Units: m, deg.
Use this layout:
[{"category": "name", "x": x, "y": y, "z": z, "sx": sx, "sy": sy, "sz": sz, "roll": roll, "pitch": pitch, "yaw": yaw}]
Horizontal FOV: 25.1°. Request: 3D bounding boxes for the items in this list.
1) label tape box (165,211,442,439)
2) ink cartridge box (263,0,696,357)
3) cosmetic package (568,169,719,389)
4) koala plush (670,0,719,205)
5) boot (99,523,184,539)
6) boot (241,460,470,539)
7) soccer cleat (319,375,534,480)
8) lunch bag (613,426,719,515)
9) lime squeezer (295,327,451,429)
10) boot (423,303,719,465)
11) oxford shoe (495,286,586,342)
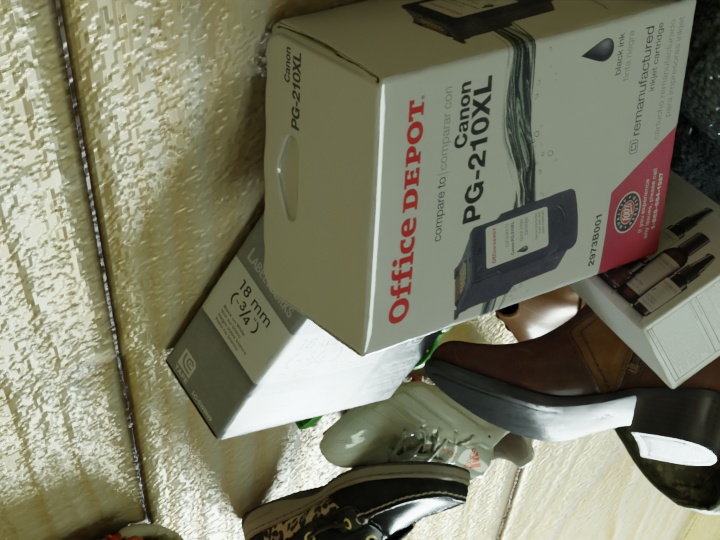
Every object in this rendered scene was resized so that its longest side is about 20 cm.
[{"category": "label tape box", "x": 0.000, "y": 0.000, "z": 0.897, "sx": 0.144, "sy": 0.063, "sz": 0.200, "roll": -10, "pitch": 145, "yaw": -45}, {"category": "ink cartridge box", "x": 0.057, "y": -0.061, "z": 0.786, "sx": 0.199, "sy": 0.084, "sz": 0.145, "roll": -18, "pitch": 126, "yaw": -33}, {"category": "cosmetic package", "x": 0.153, "y": -0.018, "z": 0.911, "sx": 0.082, "sy": 0.200, "sz": 0.051, "roll": -33, "pitch": 121, "yaw": -3}, {"category": "koala plush", "x": 0.222, "y": -0.106, "z": 0.877, "sx": 0.183, "sy": 0.178, "sz": 0.200, "roll": -31, "pitch": 162, "yaw": 19}, {"category": "boot", "x": -0.187, "y": 0.209, "z": 1.029, "sx": 0.107, "sy": 0.075, "sz": 0.200, "roll": -47, "pitch": 161, "yaw": 17}, {"category": "boot", "x": -0.001, "y": 0.220, "z": 1.115, "sx": 0.200, "sy": 0.151, "sz": 0.073, "roll": -22, "pitch": 151, "yaw": 33}, {"category": "soccer cleat", "x": 0.054, "y": 0.118, "z": 1.157, "sx": 0.200, "sy": 0.078, "sz": 0.069, "roll": -4, "pitch": 141, "yaw": -48}, {"category": "lunch bag", "x": 0.271, "y": 0.110, "z": 1.252, "sx": 0.118, "sy": 0.200, "sz": 0.164, "roll": -45, "pitch": 145, "yaw": 20}, {"category": "lime squeezer", "x": 0.030, "y": 0.029, "z": 1.027, "sx": 0.070, "sy": 0.038, "sz": 0.200, "roll": 9, "pitch": 133, "yaw": -32}, {"category": "boot", "x": 0.149, "y": 0.004, "z": 0.985, "sx": 0.069, "sy": 0.188, "sz": 0.201, "roll": 56, "pitch": 46, "yaw": -57}, {"category": "oxford shoe", "x": 0.123, "y": 0.024, "z": 1.117, "sx": 0.071, "sy": 0.072, "sz": 0.200, "roll": 4, "pitch": 159, "yaw": 2}]
